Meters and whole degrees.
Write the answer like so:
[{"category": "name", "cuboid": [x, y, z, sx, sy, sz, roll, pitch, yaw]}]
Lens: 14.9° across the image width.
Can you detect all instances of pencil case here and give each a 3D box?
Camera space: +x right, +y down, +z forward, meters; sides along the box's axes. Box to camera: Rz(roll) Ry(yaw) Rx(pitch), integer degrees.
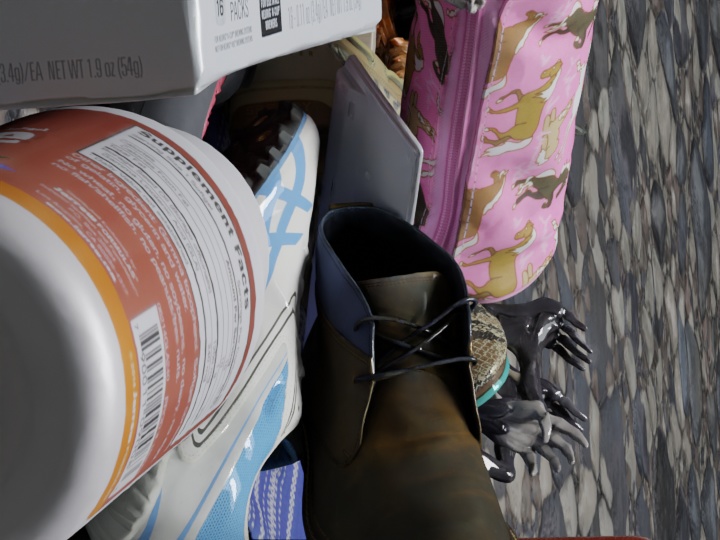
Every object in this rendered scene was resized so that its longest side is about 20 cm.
[{"category": "pencil case", "cuboid": [0.050, -0.076, 1.064, 0.083, 0.086, 0.201, 58, -25, 35]}]

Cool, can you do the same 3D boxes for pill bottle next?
[{"category": "pill bottle", "cuboid": [-0.094, 0.013, 0.812, 0.200, 0.111, 0.113, -39, 125, -72]}]

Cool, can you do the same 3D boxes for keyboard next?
[{"category": "keyboard", "cuboid": [0.000, 0.000, 1.119, 0.056, 0.011, 0.201, 50, -29, 29]}]

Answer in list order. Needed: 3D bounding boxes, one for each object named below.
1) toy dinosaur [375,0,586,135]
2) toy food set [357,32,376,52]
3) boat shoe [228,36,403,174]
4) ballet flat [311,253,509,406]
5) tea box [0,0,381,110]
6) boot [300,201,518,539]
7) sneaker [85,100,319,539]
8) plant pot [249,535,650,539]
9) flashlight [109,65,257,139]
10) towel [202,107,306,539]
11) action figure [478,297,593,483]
[{"category": "toy dinosaur", "cuboid": [0.034, -0.104, 1.409, 0.200, 0.102, 0.136, -43, 116, -47]}, {"category": "toy food set", "cuboid": [-0.025, -0.183, 1.199, 0.200, 0.060, 0.144, 42, 47, -69]}, {"category": "boat shoe", "cuboid": [-0.013, -0.077, 1.185, 0.200, 0.073, 0.063, 36, 50, -83]}, {"category": "ballet flat", "cuboid": [0.009, 0.016, 1.217, 0.075, 0.068, 0.200, 56, -5, -12]}, {"category": "tea box", "cuboid": [-0.085, -0.156, 0.823, 0.200, 0.133, 0.198, -37, 122, -72]}, {"category": "boot", "cuboid": [0.011, 0.049, 1.006, 0.200, 0.074, 0.098, -126, -150, -65]}, {"category": "sneaker", "cuboid": [-0.048, 0.028, 1.027, 0.072, 0.072, 0.201, 33, 56, -29]}, {"category": "plant pot", "cuboid": [0.019, 0.209, 1.090, 0.176, 0.199, 0.201, 74, 16, -82]}, {"category": "flashlight", "cuboid": [-0.071, -0.045, 1.007, 0.068, 0.068, 0.200, 39, 31, -18]}, {"category": "towel", "cuboid": [-0.044, 0.044, 1.163, 0.200, 0.024, 0.145, 69, 23, -50]}, {"category": "action figure", "cuboid": [0.057, 0.098, 1.324, 0.200, 0.102, 0.119, -50, 160, -45]}]
